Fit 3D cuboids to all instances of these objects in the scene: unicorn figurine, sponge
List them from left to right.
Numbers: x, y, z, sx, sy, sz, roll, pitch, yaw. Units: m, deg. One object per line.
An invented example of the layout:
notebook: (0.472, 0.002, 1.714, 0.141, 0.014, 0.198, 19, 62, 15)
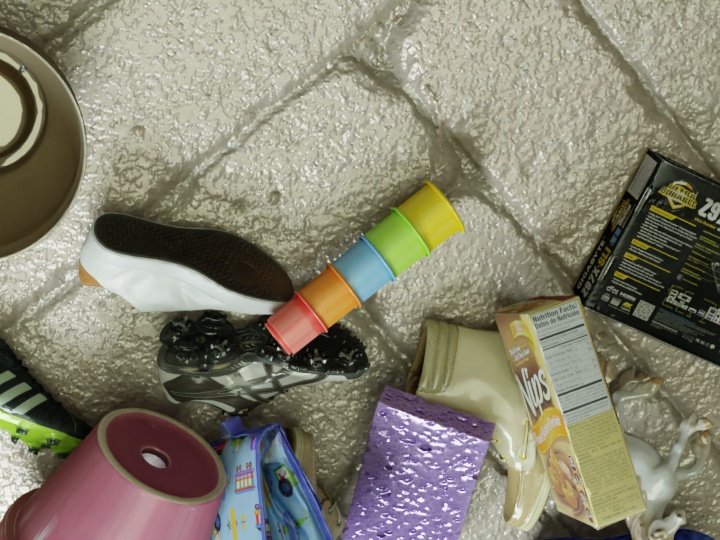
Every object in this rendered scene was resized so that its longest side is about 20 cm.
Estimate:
sponge: (0.053, 0.209, 1.473, 0.111, 0.030, 0.201, 18, 128, 6)
unicorn figurine: (0.274, 0.183, 1.475, 0.137, 0.200, 0.074, -46, 149, -9)

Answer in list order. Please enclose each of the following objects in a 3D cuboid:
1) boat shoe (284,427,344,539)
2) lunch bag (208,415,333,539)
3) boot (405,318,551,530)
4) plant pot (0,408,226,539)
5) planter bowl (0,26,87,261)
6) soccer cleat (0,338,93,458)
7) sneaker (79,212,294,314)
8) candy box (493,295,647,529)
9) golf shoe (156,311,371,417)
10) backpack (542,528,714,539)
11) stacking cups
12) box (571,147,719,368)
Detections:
boat shoe: (-0.050, 0.240, 1.498, 0.065, 0.072, 0.201, -3, 116, -11)
lunch bag: (-0.099, 0.235, 1.420, 0.094, 0.150, 0.201, -14, 84, -31)
boot: (0.115, 0.148, 1.478, 0.155, 0.073, 0.201, 6, 103, -11)
plant pot: (-0.216, 0.234, 1.394, 0.199, 0.200, 0.179, 25, 113, -15)
planter bowl: (-0.327, -0.121, 1.295, 0.199, 0.135, 0.201, -2, 110, -6)
soccer cleat: (-0.322, 0.113, 1.419, 0.200, 0.081, 0.067, 29, 149, -31)
sneaker: (-0.162, 0.007, 1.409, 0.199, 0.073, 0.085, 17, 135, -17)
candy box: (0.188, 0.124, 1.390, 0.055, 0.115, 0.201, -19, 92, -10)
golf shoe: (-0.093, 0.091, 1.445, 0.199, 0.078, 0.095, 4, 131, -10)
backpack: (0.276, 0.338, 1.505, 0.199, 0.168, 0.163, -1, 74, -15)
stacking cups: (0.000, 0.000, 1.402, 0.200, 0.061, 0.061, -38, 110, -4)
box: (0.327, -0.003, 1.466, 0.199, 0.049, 0.160, 22, 103, -14)
